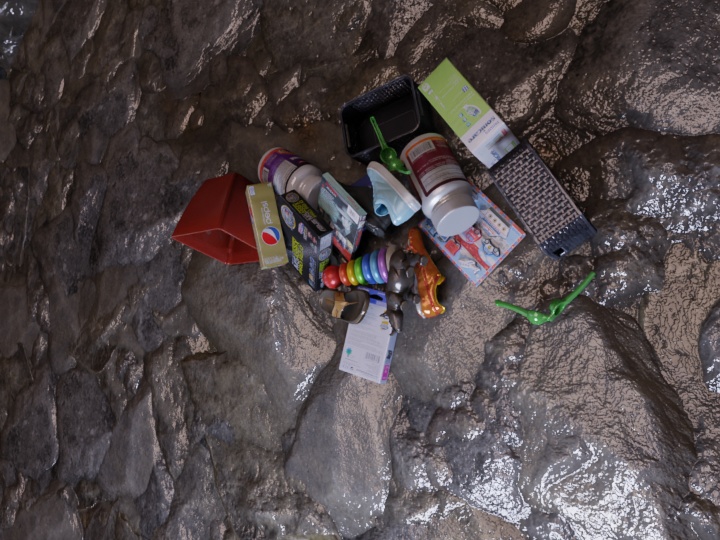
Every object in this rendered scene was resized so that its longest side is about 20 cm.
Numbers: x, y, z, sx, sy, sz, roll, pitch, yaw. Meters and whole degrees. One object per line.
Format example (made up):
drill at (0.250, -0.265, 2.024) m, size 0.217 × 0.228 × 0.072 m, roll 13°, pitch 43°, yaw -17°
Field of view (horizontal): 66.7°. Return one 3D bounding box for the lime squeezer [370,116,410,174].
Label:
lime squeezer at (0.070, -0.246, 1.172) m, size 0.071 × 0.037 × 0.201 m, roll 97°, pitch 155°, yaw -47°

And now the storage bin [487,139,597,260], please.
storage bin at (0.344, -0.132, 1.037) m, size 0.093 × 0.135 × 0.202 m, roll -38°, pitch 66°, yaw 21°

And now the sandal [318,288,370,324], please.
sandal at (-0.048, 0.075, 1.277) m, size 0.199 × 0.054 × 0.083 m, roll 12°, pitch 90°, yaw 53°

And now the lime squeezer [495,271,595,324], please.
lime squeezer at (0.365, 0.066, 1.069) m, size 0.198 × 0.038 × 0.071 m, roll -21°, pitch 42°, yaw 27°

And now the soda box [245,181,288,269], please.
soda box at (-0.231, -0.108, 1.345) m, size 0.068 × 0.063 × 0.203 m, roll 158°, pitch 100°, yaw -73°

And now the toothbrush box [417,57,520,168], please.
toothbrush box at (0.228, -0.319, 1.137) m, size 0.086 × 0.145 × 0.201 m, roll -40°, pitch 65°, yaw 20°

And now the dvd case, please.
dvd case at (-0.052, -0.109, 1.277) m, size 0.146 × 0.022 × 0.201 m, roll 48°, pitch 150°, yaw 23°

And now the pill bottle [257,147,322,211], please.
pill bottle at (-0.160, -0.224, 1.370) m, size 0.199 × 0.111 × 0.113 m, roll 35°, pitch 102°, yaw 36°

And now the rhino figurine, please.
rhino figurine at (0.084, 0.048, 1.163) m, size 0.087 × 0.059 × 0.203 m, roll 38°, pitch 124°, yaw 52°

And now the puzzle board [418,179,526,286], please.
puzzle board at (0.234, -0.089, 1.180) m, size 0.151 × 0.017 × 0.200 m, roll -49°, pitch 63°, yaw 17°

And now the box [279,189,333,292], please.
box at (-0.133, -0.068, 1.317) m, size 0.160 × 0.044 × 0.201 m, roll 46°, pitch 148°, yaw 26°

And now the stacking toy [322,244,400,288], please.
stacking toy at (0.000, 0.000, 1.259) m, size 0.197 × 0.085 × 0.087 m, roll -11°, pitch 78°, yaw 23°

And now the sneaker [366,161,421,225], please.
sneaker at (0.049, -0.166, 1.178) m, size 0.082 × 0.074 × 0.200 m, roll -43°, pitch 40°, yaw 6°

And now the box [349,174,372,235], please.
box at (-0.004, -0.149, 1.325) m, size 0.199 × 0.032 × 0.123 m, roll -30°, pitch 70°, yaw 26°

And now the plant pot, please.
plant pot at (-0.338, -0.139, 1.435) m, size 0.198 × 0.199 × 0.179 m, roll -4°, pitch 68°, yaw 36°

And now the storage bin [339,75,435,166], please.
storage bin at (0.061, -0.341, 1.272) m, size 0.198 × 0.093 × 0.137 m, roll -17°, pitch 76°, yaw 29°

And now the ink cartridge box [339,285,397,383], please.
ink cartridge box at (0.026, 0.146, 1.265) m, size 0.118 × 0.042 × 0.203 m, roll 13°, pitch 92°, yaw 34°

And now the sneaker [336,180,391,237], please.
sneaker at (0.009, -0.159, 1.266) m, size 0.091 × 0.076 × 0.200 m, roll -48°, pitch 60°, yaw -3°

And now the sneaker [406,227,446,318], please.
sneaker at (0.145, 0.001, 1.204) m, size 0.076 × 0.073 × 0.203 m, roll -14°, pitch 83°, yaw 12°

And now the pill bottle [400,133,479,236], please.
pill bottle at (0.168, -0.181, 1.158) m, size 0.114 × 0.114 × 0.202 m, roll -34°, pitch 58°, yaw 23°
